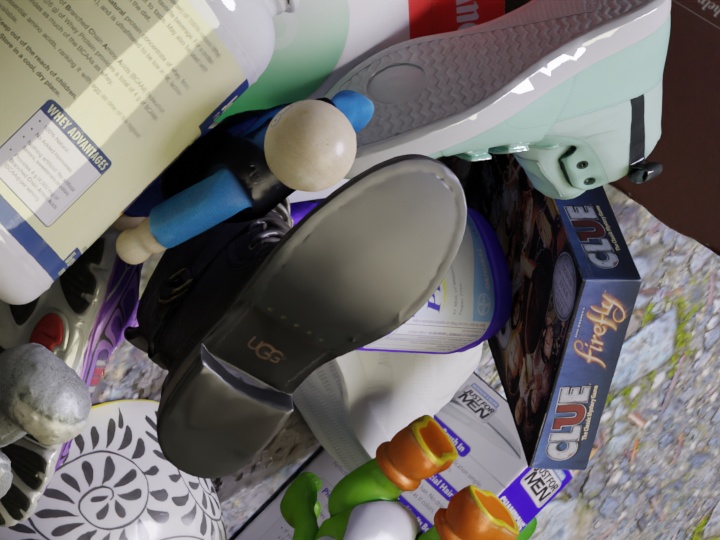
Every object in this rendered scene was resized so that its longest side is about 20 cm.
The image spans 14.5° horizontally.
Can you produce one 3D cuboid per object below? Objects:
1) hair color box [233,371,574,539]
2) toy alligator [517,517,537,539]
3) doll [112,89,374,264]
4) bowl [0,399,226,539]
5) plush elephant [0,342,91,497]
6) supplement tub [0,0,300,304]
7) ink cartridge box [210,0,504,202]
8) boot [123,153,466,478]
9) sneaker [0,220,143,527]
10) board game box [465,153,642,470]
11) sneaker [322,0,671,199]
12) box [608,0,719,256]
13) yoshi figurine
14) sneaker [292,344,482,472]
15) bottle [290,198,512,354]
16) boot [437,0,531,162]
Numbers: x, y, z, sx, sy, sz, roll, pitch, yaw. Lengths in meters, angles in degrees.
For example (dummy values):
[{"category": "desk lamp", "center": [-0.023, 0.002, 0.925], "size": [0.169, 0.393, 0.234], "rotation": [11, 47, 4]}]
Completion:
[{"category": "hair color box", "center": [0.018, 0.151, 1.703], "size": [0.200, 0.109, 0.065], "rotation": [-45, 148, -5]}, {"category": "toy alligator", "center": [0.029, 0.187, 1.809], "size": [0.200, 0.059, 0.054], "rotation": [-27, 100, -29]}, {"category": "doll", "center": [-0.059, -0.046, 1.277], "size": [0.136, 0.200, 0.048], "rotation": [-34, 104, -25]}, {"category": "bowl", "center": [-0.139, 0.178, 1.557], "size": [0.201, 0.094, 0.201], "rotation": [-31, 143, -27]}, {"category": "plush elephant", "center": [-0.249, 0.077, 1.250], "size": [0.155, 0.165, 0.200], "rotation": [-49, -173, -34]}, {"category": "supplement tub", "center": [-0.130, -0.101, 1.233], "size": [0.200, 0.145, 0.145], "rotation": [-45, 147, -5]}, {"category": "ink cartridge box", "center": [0.007, -0.108, 1.396], "size": [0.200, 0.050, 0.161], "rotation": [-7, 138, -2]}, {"category": "boot", "center": [-0.041, -0.007, 1.323], "size": [0.069, 0.174, 0.200], "rotation": [40, 104, -22]}, {"category": "sneaker", "center": [-0.147, 0.042, 1.427], "size": [0.083, 0.081, 0.200], "rotation": [-8, 130, -55]}, {"category": "board game box", "center": [0.099, -0.007, 1.561], "size": [0.035, 0.200, 0.136], "rotation": [0, 129, -14]}, {"category": "sneaker", "center": [0.070, -0.064, 1.402], "size": [0.200, 0.074, 0.118], "rotation": [-24, 134, -15]}, {"category": "box", "center": [0.249, -0.109, 1.620], "size": [0.200, 0.166, 0.164], "rotation": [-20, 140, -60]}, {"category": "yoshi figurine", "center": [-0.009, 0.177, 1.595], "size": [0.200, 0.112, 0.112], "rotation": [-42, 120, 10]}, {"category": "sneaker", "center": [0.007, 0.029, 1.613], "size": [0.116, 0.074, 0.200], "rotation": [-51, 149, -17]}, {"category": "bottle", "center": [0.000, 0.000, 1.494], "size": [0.065, 0.084, 0.200], "rotation": [-25, 161, 34]}, {"category": "boot", "center": [0.059, -0.092, 1.509], "size": [0.075, 0.097, 0.200], "rotation": [-17, 136, -42]}]
